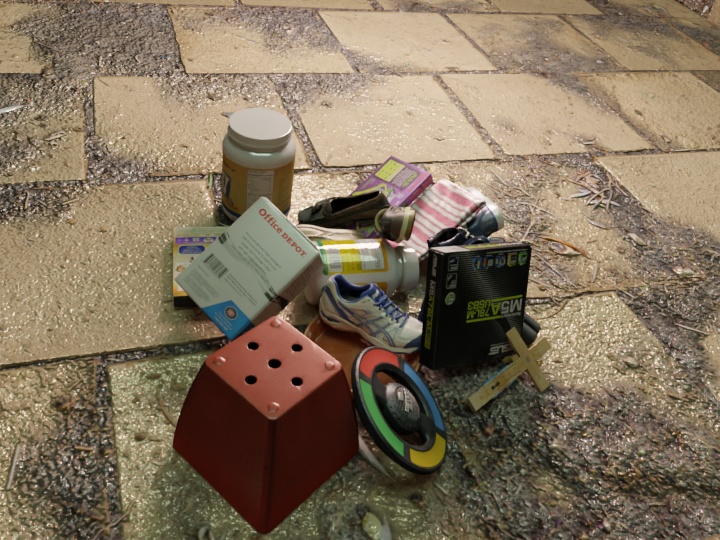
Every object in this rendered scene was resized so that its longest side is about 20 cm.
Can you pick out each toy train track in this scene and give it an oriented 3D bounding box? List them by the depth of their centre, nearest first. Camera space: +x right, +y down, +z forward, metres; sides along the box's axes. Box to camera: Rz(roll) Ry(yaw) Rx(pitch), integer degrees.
[{"bbox_3d":[0.244,0.172,1.169,0.199,0.032,0.115,-31,89,-31],"label":"toy train track"}]

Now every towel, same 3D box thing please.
[{"bbox_3d":[0.136,-0.101,1.388,0.200,0.030,0.146,-40,39,-8],"label":"towel"}]

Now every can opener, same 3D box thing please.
[{"bbox_3d":[0.242,0.051,1.254,0.200,0.067,0.053,43,44,2],"label":"can opener"}]

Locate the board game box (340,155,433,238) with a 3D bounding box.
[{"bbox_3d":[0.042,-0.149,1.448,0.200,0.032,0.120,-44,46,-18],"label":"board game box"}]

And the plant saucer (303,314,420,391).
[{"bbox_3d":[0.001,0.137,1.164,0.198,0.033,0.201,6,38,-5],"label":"plant saucer"}]

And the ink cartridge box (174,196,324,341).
[{"bbox_3d":[-0.177,0.004,1.149,0.200,0.084,0.146,-43,74,-9],"label":"ink cartridge box"}]

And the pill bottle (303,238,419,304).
[{"bbox_3d":[0.000,0.000,1.264,0.198,0.114,0.113,-4,41,-16],"label":"pill bottle"}]

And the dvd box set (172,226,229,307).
[{"bbox_3d":[-0.270,-0.011,1.282,0.145,0.030,0.201,-2,40,-14],"label":"dvd box set"}]

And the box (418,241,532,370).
[{"bbox_3d":[0.191,0.054,1.157,0.198,0.196,0.047,-5,14,-33],"label":"box"}]

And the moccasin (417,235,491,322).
[{"bbox_3d":[0.154,0.023,1.212,0.080,0.202,0.068,28,3,14],"label":"moccasin"}]

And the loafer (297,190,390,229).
[{"bbox_3d":[-0.038,-0.127,1.399,0.198,0.063,0.072,-6,50,16],"label":"loafer"}]

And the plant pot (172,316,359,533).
[{"bbox_3d":[-0.124,0.187,0.960,0.199,0.178,0.199,33,45,27],"label":"plant pot"}]

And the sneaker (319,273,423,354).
[{"bbox_3d":[0.026,0.071,1.156,0.198,0.089,0.076,18,37,7],"label":"sneaker"}]

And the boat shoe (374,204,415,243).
[{"bbox_3d":[0.059,-0.091,1.286,0.064,0.074,0.200,17,-1,-4],"label":"boat shoe"}]

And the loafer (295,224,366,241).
[{"bbox_3d":[-0.075,-0.041,1.326,0.198,0.077,0.068,-5,35,-18],"label":"loafer"}]

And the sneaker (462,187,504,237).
[{"bbox_3d":[0.195,-0.103,1.460,0.145,0.081,0.200,-24,25,-8],"label":"sneaker"}]

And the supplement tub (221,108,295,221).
[{"bbox_3d":[-0.203,-0.203,1.395,0.143,0.202,0.145,6,38,-5],"label":"supplement tub"}]

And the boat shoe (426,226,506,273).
[{"bbox_3d":[0.207,-0.045,1.326,0.199,0.094,0.074,-26,31,-31],"label":"boat shoe"}]

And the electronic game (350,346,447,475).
[{"bbox_3d":[0.059,0.200,1.020,0.200,0.041,0.201,39,30,-27],"label":"electronic game"}]
